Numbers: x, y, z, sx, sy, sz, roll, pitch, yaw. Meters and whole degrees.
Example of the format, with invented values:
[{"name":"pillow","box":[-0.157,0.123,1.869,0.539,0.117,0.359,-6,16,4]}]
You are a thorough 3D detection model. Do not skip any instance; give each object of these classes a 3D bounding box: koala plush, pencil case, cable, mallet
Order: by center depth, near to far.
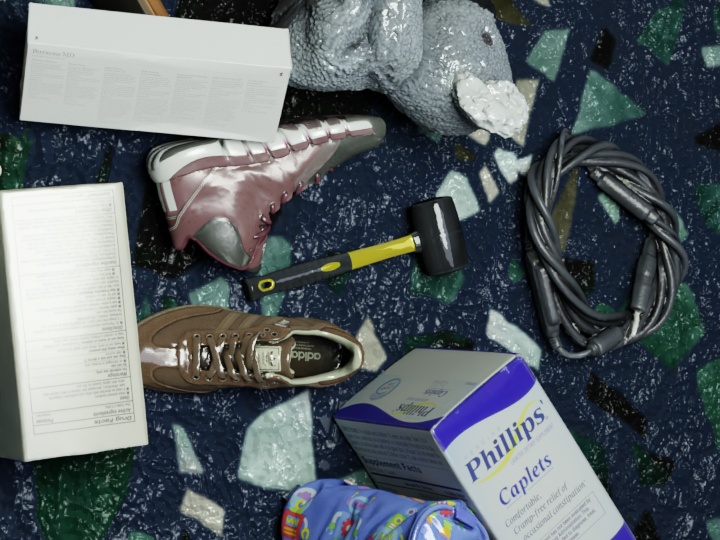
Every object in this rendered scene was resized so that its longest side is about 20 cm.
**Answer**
[{"name":"pencil case","box":[0.017,0.210,1.607,0.078,0.200,0.087,30,74,-32]},{"name":"koala plush","box":[0.043,-0.181,1.651,0.200,0.177,0.184,39,84,-21]},{"name":"mallet","box":[0.000,0.000,1.692,0.199,0.041,0.066,-24,96,-21]},{"name":"cable","box":[0.214,-0.030,1.789,0.162,0.051,0.201,-17,96,-26]}]

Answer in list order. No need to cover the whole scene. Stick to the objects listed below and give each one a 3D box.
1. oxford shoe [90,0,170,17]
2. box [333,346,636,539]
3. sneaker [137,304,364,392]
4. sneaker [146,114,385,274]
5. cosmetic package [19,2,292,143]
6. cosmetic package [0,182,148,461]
[{"name":"oxford shoe","box":[-0.187,-0.253,1.585,0.071,0.071,0.201,-36,104,-30]},{"name":"box","box":[0.101,0.171,1.653,0.105,0.184,0.201,-38,105,-21]},{"name":"sneaker","box":[-0.090,0.061,1.620,0.199,0.075,0.071,-2,90,-27]},{"name":"sneaker","box":[-0.069,-0.060,1.643,0.199,0.076,0.116,-11,99,-16]},{"name":"cosmetic package","box":[-0.157,-0.151,1.558,0.199,0.083,0.051,5,49,-12]},{"name":"cosmetic package","box":[-0.230,0.038,1.545,0.103,0.087,0.201,-4,90,-27]}]
